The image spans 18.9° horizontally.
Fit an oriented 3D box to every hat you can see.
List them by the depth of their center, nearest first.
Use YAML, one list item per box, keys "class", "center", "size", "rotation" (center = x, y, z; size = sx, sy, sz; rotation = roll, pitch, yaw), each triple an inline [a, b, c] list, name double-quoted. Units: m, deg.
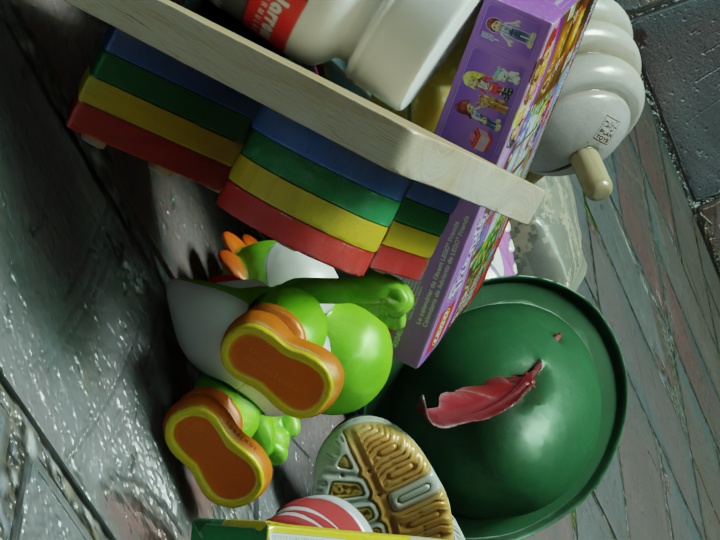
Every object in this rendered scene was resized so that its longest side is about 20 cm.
- class: "hat"
  center: [0.101, 0.101, 1.199]
  size: [0.176, 0.200, 0.166]
  rotation: [-156, -127, -65]

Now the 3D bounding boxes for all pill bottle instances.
- class: "pill bottle"
  center: [-0.035, -0.172, 1.047]
  size: [0.200, 0.114, 0.114]
  rotation: [36, 15, 3]

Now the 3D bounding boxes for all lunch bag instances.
- class: "lunch bag"
  center: [0.098, -0.064, 1.604]
  size: [0.200, 0.118, 0.164]
  rotation: [-46, 117, -69]

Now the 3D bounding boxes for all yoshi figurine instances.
- class: "yoshi figurine"
  center: [-0.026, 0.044, 1.034]
  size: [0.200, 0.112, 0.112]
  rotation: [-72, 157, -71]

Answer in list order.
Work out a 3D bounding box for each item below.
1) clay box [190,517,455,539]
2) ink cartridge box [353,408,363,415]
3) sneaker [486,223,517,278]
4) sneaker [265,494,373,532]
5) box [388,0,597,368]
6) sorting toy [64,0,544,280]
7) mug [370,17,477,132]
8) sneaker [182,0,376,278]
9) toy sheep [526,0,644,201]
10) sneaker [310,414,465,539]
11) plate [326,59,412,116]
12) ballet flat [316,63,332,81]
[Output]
- class: "clay box"
  center: [0.010, 0.167, 0.902]
  size: [0.200, 0.048, 0.115]
  rotation: [14, 78, -48]
- class: "ink cartridge box"
  center: [0.000, 0.000, 1.308]
  size: [0.200, 0.042, 0.119]
  rotation: [-92, 158, -45]
- class: "sneaker"
  center: [0.086, -0.030, 1.451]
  size: [0.114, 0.073, 0.201]
  rotation: [-32, 97, -35]
- class: "sneaker"
  center: [-0.002, 0.199, 0.979]
  size: [0.200, 0.071, 0.112]
  rotation: [66, 9, 9]
- class: "box"
  center: [0.065, -0.061, 1.135]
  size: [0.200, 0.039, 0.137]
  rotation: [-70, 169, 24]
- class: "sorting toy"
  center: [-0.043, -0.059, 0.947]
  size: [0.070, 0.200, 0.199]
  rotation: [-63, 160, 5]
- class: "mug"
  center: [0.043, -0.157, 1.191]
  size: [0.187, 0.149, 0.153]
  rotation: [64, 16, 4]
- class: "sneaker"
  center: [-0.043, -0.071, 1.128]
  size: [0.200, 0.084, 0.121]
  rotation: [66, 9, 5]
- class: "toy sheep"
  center: [0.108, -0.119, 1.319]
  size: [0.200, 0.138, 0.138]
  rotation: [66, 9, 28]
- class: "sneaker"
  center: [0.016, 0.143, 1.152]
  size: [0.088, 0.076, 0.200]
  rotation: [-110, 179, -53]
- class: "plate"
  center: [-0.003, -0.138, 1.377]
  size: [0.200, 0.026, 0.200]
  rotation: [40, 17, -15]
- class: "ballet flat"
  center: [-0.051, -0.123, 1.231]
  size: [0.071, 0.071, 0.200]
  rotation: [-33, 104, -76]
